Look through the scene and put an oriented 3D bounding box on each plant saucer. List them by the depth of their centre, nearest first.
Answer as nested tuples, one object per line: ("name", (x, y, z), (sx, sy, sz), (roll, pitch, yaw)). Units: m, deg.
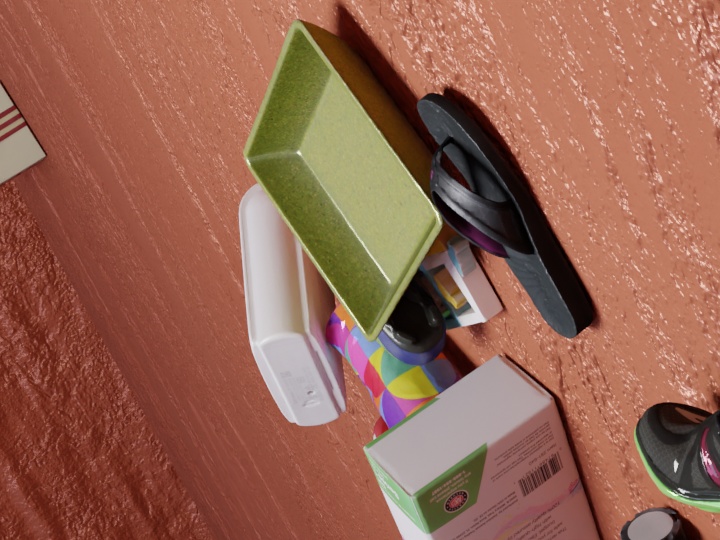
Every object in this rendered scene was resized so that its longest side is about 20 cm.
("plant saucer", (-0.003, -0.074, 1.386), (0.200, 0.048, 0.200), (55, 150, 16))

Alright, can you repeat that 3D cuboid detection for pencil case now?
("pencil case", (0.045, 0.106, 1.574), (0.200, 0.088, 0.088), (58, 168, 33))

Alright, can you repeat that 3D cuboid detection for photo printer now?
("photo printer", (-0.066, 0.024, 1.697), (0.167, 0.069, 0.200), (69, -169, -54))

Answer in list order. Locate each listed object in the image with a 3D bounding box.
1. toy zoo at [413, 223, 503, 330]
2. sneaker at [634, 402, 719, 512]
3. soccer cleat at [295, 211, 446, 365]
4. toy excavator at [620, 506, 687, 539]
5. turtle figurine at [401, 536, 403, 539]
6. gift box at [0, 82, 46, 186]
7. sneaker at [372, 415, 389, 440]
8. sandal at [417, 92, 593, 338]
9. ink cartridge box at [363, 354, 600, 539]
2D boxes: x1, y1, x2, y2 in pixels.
("toy zoo", (0.055, -0.012, 1.460), (0.131, 0.020, 0.200), (58, 165, -2))
("sneaker", (0.237, 0.108, 1.062), (0.200, 0.077, 0.084), (22, 125, 61))
("soccer cleat", (0.000, 0.001, 1.497), (0.200, 0.065, 0.084), (52, 167, 18))
("toy excavator", (0.171, 0.270, 1.322), (0.194, 0.200, 0.100), (32, 151, 57))
("turtle figurine", (0.095, 0.332, 1.899), (0.200, 0.101, 0.150), (37, 175, 13))
("gift box", (-0.654, -0.196, 3.016), (0.200, 0.186, 0.185), (58, 166, -3))
("sneaker", (0.085, 0.160, 1.658), (0.200, 0.078, 0.116), (30, 143, 37))
("sandal", (0.093, -0.034, 1.240), (0.201, 0.048, 0.075), (57, 165, -4))
("ink cartridge box", (0.106, 0.195, 1.481), (0.084, 0.145, 0.200), (40, 159, 48))
